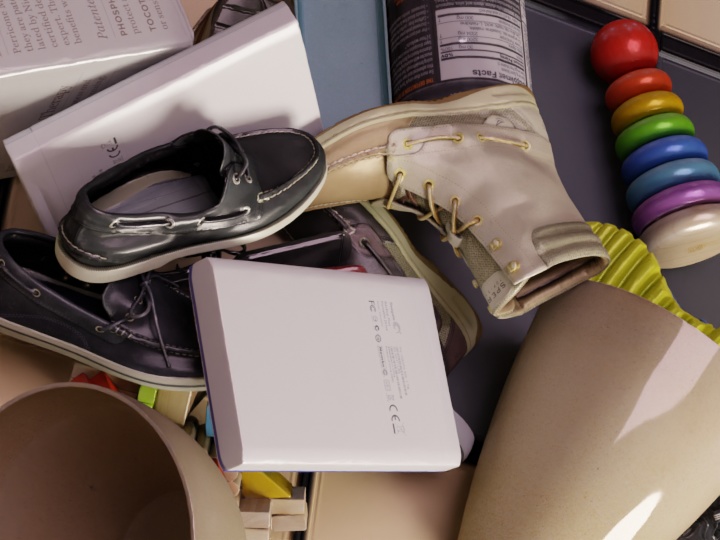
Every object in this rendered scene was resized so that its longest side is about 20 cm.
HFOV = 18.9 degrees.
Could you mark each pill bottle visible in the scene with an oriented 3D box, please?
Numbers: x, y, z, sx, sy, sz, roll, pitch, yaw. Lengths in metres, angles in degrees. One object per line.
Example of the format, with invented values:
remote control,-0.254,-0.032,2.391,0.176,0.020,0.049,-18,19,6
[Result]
pill bottle,0.073,-0.152,1.609,0.106,0.106,0.201,7,67,-24

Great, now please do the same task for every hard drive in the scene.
hard drive,-0.124,-0.087,1.410,0.199,0.132,0.027,-27,60,-8
hard drive,-0.020,0.064,1.394,0.200,0.025,0.132,6,68,-46

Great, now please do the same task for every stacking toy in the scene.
stacking toy,0.232,-0.107,1.691,0.085,0.085,0.201,-3,67,-28

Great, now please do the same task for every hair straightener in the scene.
hair straightener,-0.100,0.001,1.465,0.199,0.041,0.077,-11,47,-11

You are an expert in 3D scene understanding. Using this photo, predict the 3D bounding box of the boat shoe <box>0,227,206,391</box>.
boat shoe,-0.150,0.024,1.376,0.199,0.062,0.075,17,34,-2

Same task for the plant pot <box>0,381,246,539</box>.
plant pot,-0.146,0.177,1.327,0.134,0.200,0.201,19,56,-57

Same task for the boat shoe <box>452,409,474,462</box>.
boat shoe,-0.018,0.093,1.484,0.199,0.069,0.057,28,58,-6

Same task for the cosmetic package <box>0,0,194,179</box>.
cosmetic package,-0.247,-0.163,1.407,0.199,0.167,0.167,-14,73,-30

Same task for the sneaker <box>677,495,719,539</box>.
sneaker,0.313,0.174,1.590,0.199,0.114,0.076,-12,75,-30

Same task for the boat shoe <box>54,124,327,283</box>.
boat shoe,-0.102,-0.058,1.372,0.199,0.066,0.075,-19,53,-26

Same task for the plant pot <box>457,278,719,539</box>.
plant pot,0.156,0.141,1.503,0.187,0.187,0.200,39,72,-8

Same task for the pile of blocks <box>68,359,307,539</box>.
pile of blocks,-0.108,0.107,1.409,0.200,0.082,0.062,36,15,-10

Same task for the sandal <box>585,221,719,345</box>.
sandal,0.218,0.046,1.622,0.079,0.087,0.200,-41,71,-7

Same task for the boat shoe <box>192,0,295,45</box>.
boat shoe,-0.111,-0.109,1.515,0.076,0.074,0.200,33,79,-21

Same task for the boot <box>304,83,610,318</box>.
boot,0.057,-0.037,1.466,0.199,0.072,0.155,-15,66,-21

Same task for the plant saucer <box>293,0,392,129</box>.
plant saucer,-0.015,-0.190,1.619,0.070,0.019,0.201,-2,70,-2

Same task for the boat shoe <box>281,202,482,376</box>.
boat shoe,0.000,0.001,1.527,0.201,0.072,0.066,43,52,-10
